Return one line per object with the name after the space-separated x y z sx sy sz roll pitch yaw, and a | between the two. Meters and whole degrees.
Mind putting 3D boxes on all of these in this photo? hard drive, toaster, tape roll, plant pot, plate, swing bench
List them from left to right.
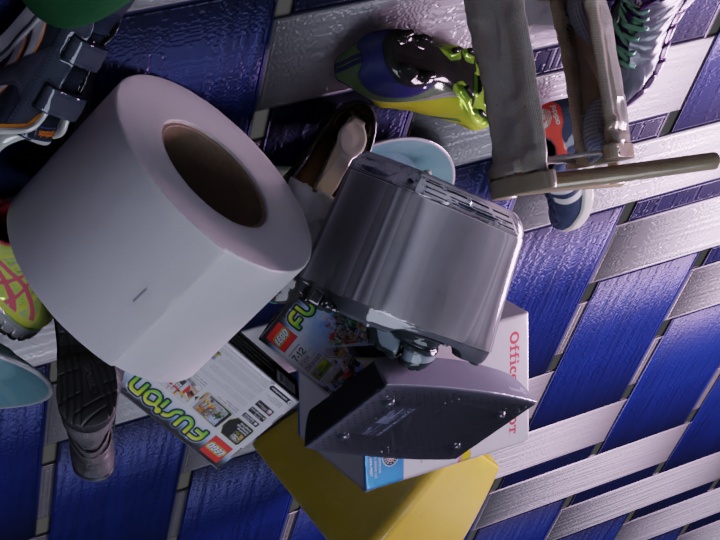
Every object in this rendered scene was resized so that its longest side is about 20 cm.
-0.353 0.076 1.416 0.198 0.026 0.200 5 161 2 | plate
-0.156 -0.033 1.335 0.139 0.203 0.202 -42 148 22 | tape roll
-0.004 -0.061 1.603 0.199 0.026 0.201 -22 148 -14 | plate
0.035 0.223 1.913 0.176 0.200 0.200 -45 149 3 | plant pot
0.040 -0.013 1.386 0.199 0.113 0.130 21 91 -37 | toaster
0.054 0.129 1.587 0.199 0.043 0.135 10 142 -42 | hard drive
0.168 -0.165 1.393 0.199 0.201 0.129 -7 179 -34 | swing bench

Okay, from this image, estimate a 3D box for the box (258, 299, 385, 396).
0.006 0.024 1.563 0.200 0.110 0.035 -51 -177 28 | box

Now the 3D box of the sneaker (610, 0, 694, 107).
0.242 -0.228 1.515 0.087 0.074 0.201 -11 137 -49 | sneaker

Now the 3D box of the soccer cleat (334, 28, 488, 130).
0.051 -0.163 1.480 0.083 0.065 0.200 -11 166 31 | soccer cleat

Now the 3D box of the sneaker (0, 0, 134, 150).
-0.222 -0.142 1.222 0.199 0.080 0.078 -37 169 15 | sneaker

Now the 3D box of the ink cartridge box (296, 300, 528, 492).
0.053 0.108 1.740 0.199 0.144 0.148 -12 114 -28 | ink cartridge box

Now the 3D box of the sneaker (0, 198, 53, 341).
-0.287 -0.011 1.382 0.090 0.078 0.200 -41 154 -1 | sneaker

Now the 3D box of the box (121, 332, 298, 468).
-0.163 0.084 1.556 0.110 0.035 0.200 -39 116 18 | box

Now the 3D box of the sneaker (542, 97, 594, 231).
0.185 -0.104 1.671 0.084 0.075 0.201 -8 148 -7 | sneaker

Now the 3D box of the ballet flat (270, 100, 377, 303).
-0.038 -0.067 1.433 0.068 0.201 0.068 28 151 -10 | ballet flat

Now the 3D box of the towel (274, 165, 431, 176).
-0.039 -0.040 1.559 0.199 0.023 0.153 0 138 -38 | towel

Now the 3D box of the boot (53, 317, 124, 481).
-0.231 0.067 1.457 0.069 0.201 0.132 6 153 -4 | boot

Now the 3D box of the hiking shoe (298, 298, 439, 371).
0.000 0.000 1.500 0.199 0.074 0.087 33 108 -11 | hiking shoe

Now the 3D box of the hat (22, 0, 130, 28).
-0.206 -0.167 1.095 0.177 0.165 0.200 -58 179 15 | hat
